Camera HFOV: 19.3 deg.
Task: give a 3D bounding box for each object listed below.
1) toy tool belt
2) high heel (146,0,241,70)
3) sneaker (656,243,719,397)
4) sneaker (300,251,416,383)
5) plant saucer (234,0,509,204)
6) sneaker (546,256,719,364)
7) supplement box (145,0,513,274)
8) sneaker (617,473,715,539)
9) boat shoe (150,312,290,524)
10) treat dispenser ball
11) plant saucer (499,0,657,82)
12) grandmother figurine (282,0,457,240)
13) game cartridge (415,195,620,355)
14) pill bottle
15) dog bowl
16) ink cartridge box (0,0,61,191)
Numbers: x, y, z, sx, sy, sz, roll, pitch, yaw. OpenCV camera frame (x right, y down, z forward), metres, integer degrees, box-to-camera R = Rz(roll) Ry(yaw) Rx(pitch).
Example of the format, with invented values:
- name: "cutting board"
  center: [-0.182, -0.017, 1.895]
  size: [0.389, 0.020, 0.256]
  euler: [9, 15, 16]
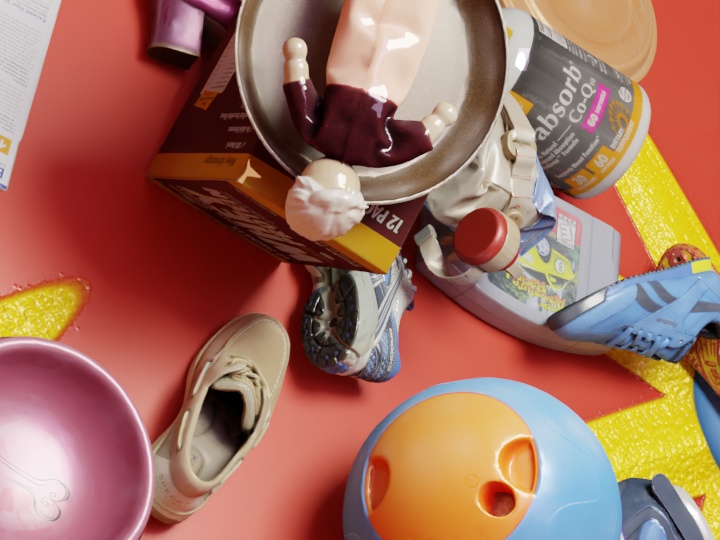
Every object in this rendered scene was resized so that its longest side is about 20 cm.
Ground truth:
- name: "toy tool belt"
  center: [0.103, -0.059, 1.662]
  size: [0.123, 0.125, 0.200]
  euler: [34, 25, -43]
- name: "high heel"
  center: [-0.073, -0.191, 1.673]
  size: [0.200, 0.067, 0.096]
  euler: [17, 69, -28]
- name: "sneaker"
  center: [0.324, 0.064, 1.877]
  size: [0.200, 0.073, 0.077]
  euler: [59, 24, -3]
- name: "sneaker"
  center: [0.000, 0.000, 1.643]
  size: [0.085, 0.077, 0.200]
  euler: [32, 51, -41]
- name: "plant saucer"
  center: [0.005, -0.144, 1.430]
  size: [0.200, 0.032, 0.201]
  euler: [0, 91, -21]
- name: "sneaker"
  center: [0.239, 0.043, 1.763]
  size: [0.200, 0.066, 0.079]
  euler: [-12, 80, -43]
- name: "supplement box"
  center: [-0.027, -0.119, 1.541]
  size: [0.133, 0.197, 0.200]
  euler: [32, 80, -22]
- name: "sneaker"
  center: [0.246, 0.260, 1.688]
  size: [0.146, 0.081, 0.200]
  euler: [2, 61, -34]
- name: "boat shoe"
  center: [-0.092, 0.096, 1.509]
  size: [0.072, 0.065, 0.200]
  euler: [44, 43, -11]
- name: "treat dispenser ball"
  center: [0.087, 0.177, 1.521]
  size: [0.201, 0.201, 0.201]
  euler: [18, 57, -31]
- name: "plant saucer"
  center: [0.200, -0.255, 1.955]
  size: [0.200, 0.032, 0.201]
  euler: [19, 57, -32]
- name: "grandmother figurine"
  center: [0.003, -0.113, 1.387]
  size: [0.121, 0.061, 0.200]
  euler: [20, 86, 6]
- name: "game cartridge"
  center: [0.137, -0.009, 1.774]
  size: [0.200, 0.041, 0.133]
  euler: [25, 58, -27]
- name: "pill bottle"
  center: [0.138, -0.152, 1.792]
  size: [0.200, 0.116, 0.117]
  euler: [28, 53, -25]
- name: "dog bowl"
  center: [-0.222, 0.132, 1.384]
  size: [0.200, 0.074, 0.200]
  euler: [19, 56, -31]
- name: "ink cartridge box"
  center: [-0.318, -0.171, 1.488]
  size: [0.196, 0.043, 0.200]
  euler: [28, 55, -26]
